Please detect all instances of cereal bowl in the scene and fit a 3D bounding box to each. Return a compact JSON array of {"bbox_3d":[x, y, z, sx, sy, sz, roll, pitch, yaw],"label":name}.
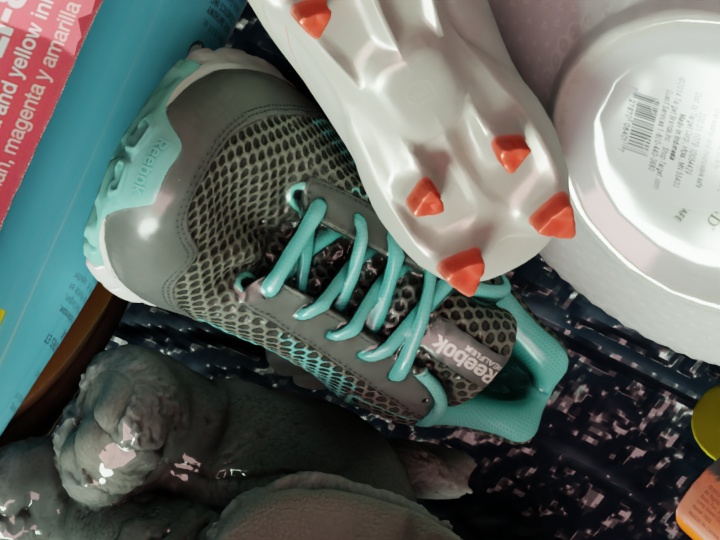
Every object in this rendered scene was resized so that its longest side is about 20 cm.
[{"bbox_3d":[0.110,-0.048,0.782,0.200,0.083,0.200,15,131,18],"label":"cereal bowl"}]

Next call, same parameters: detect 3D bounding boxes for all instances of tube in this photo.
[{"bbox_3d":[-0.081,-0.017,0.792,0.050,0.077,0.200,22,80,2],"label":"tube"}]

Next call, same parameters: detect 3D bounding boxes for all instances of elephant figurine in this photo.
[{"bbox_3d":[-0.023,0.123,0.785,0.155,0.200,0.142,-42,132,5],"label":"elephant figurine"}]

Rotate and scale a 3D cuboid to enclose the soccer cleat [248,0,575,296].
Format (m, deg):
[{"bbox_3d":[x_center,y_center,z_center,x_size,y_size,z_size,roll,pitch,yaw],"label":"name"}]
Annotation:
[{"bbox_3d":[-0.001,-0.079,0.716,0.069,0.078,0.200,-26,130,-3],"label":"soccer cleat"}]

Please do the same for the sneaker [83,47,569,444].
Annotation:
[{"bbox_3d":[0.000,0.000,0.799,0.078,0.091,0.200,-63,152,-1],"label":"sneaker"}]

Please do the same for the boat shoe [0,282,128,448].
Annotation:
[{"bbox_3d":[-0.138,0.055,0.855,0.200,0.070,0.070,-47,157,-17],"label":"boat shoe"}]

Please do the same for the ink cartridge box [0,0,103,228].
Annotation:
[{"bbox_3d":[-0.180,-0.083,0.755,0.200,0.145,0.145,20,118,-15],"label":"ink cartridge box"}]

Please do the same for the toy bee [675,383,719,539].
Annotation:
[{"bbox_3d":[0.158,0.080,0.911,0.109,0.200,0.131,-44,80,-7],"label":"toy bee"}]
